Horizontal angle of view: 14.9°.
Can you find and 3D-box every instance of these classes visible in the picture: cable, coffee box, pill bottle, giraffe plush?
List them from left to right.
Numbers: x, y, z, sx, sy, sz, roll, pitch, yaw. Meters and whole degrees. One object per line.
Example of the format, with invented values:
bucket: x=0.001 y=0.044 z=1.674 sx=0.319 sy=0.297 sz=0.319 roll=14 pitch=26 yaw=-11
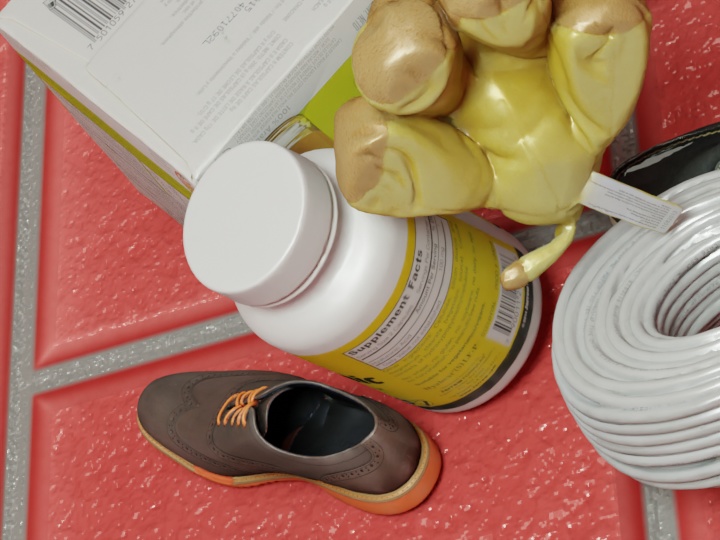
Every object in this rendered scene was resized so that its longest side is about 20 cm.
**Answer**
coffee box: x=-0.047 y=-0.118 z=1.581 sx=0.200 sy=0.198 sz=0.200 roll=-47 pitch=52 yaw=-7
pill bottle: x=0.000 y=0.000 z=1.466 sx=0.111 sy=0.200 sz=0.112 roll=-15 pitch=64 yaw=34
giraffe plush: x=0.068 y=-0.109 z=1.428 sx=0.172 sy=0.200 sz=0.162 roll=-43 pitch=36 yaw=15
cable: x=0.192 y=0.023 z=1.391 sx=0.199 sy=0.069 sz=0.200 roll=-22 pitch=30 yaw=21

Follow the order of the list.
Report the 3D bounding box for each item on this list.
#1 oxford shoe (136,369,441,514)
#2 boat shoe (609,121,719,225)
oxford shoe: x=-0.051 y=0.080 z=1.538 sx=0.199 sy=0.073 sz=0.071 roll=7 pitch=65 yaw=33
boat shoe: x=0.220 y=-0.068 z=1.485 sx=0.199 sy=0.068 sz=0.072 roll=-15 pitch=57 yaw=23
